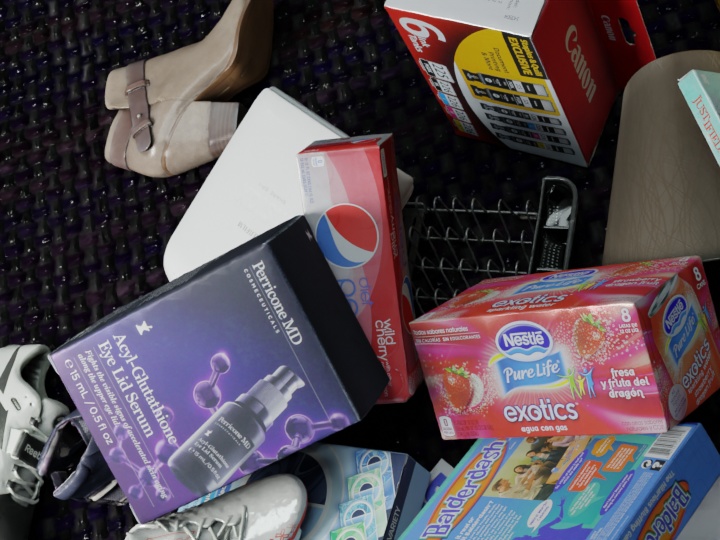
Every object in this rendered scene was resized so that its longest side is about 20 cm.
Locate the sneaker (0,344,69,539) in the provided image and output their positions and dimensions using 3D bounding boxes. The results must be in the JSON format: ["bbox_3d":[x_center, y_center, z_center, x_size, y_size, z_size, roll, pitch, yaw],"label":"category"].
[{"bbox_3d":[-0.289,0.148,1.399,0.088,0.074,0.202,-19,60,13],"label":"sneaker"}]

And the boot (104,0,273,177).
[{"bbox_3d":[-0.163,-0.181,1.522,0.145,0.070,0.202,-1,64,23],"label":"boot"}]

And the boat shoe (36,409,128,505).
[{"bbox_3d":[-0.179,0.111,1.324,0.075,0.092,0.201,44,110,29],"label":"boat shoe"}]

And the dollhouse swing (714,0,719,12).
[{"bbox_3d":[0.365,-0.235,1.244,0.175,0.183,0.200,-28,18,8],"label":"dollhouse swing"}]

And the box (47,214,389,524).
[{"bbox_3d":[-0.102,0.072,1.221,0.199,0.104,0.149,-28,95,18],"label":"box"}]

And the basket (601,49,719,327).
[{"bbox_3d":[0.257,-0.054,1.257,0.179,0.136,0.202,-23,50,35],"label":"basket"}]

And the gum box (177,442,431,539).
[{"bbox_3d":[-0.060,0.217,1.272,0.198,0.045,0.171,2,64,35],"label":"gum box"}]

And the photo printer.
[{"bbox_3d":[-0.069,-0.031,1.377,0.166,0.069,0.201,37,96,35],"label":"photo printer"}]

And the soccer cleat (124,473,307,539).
[{"bbox_3d":[-0.130,0.209,1.235,0.199,0.085,0.069,-31,50,14],"label":"soccer cleat"}]

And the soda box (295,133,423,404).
[{"bbox_3d":[0.000,0.000,1.269,0.069,0.063,0.202,-5,102,12],"label":"soda box"}]

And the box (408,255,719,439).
[{"bbox_3d":[0.146,0.057,1.169,0.199,0.099,0.096,-7,104,42],"label":"box"}]

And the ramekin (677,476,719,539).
[{"bbox_3d":[0.250,0.249,1.123,0.198,0.098,0.202,-9,61,17],"label":"ramekin"}]

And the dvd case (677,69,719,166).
[{"bbox_3d":[0.330,-0.077,1.208,0.022,0.199,0.147,-44,56,39],"label":"dvd case"}]

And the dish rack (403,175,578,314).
[{"bbox_3d":[0.078,0.003,1.342,0.198,0.055,0.155,2,64,23],"label":"dish rack"}]

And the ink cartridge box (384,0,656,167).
[{"bbox_3d":[0.138,-0.174,1.320,0.174,0.200,0.084,17,72,29],"label":"ink cartridge box"}]

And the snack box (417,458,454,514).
[{"bbox_3d":[0.025,0.242,1.250,0.200,0.024,0.072,-50,50,-6],"label":"snack box"}]

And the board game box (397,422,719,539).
[{"bbox_3d":[0.132,0.167,1.141,0.199,0.045,0.152,-1,40,53],"label":"board game box"}]
